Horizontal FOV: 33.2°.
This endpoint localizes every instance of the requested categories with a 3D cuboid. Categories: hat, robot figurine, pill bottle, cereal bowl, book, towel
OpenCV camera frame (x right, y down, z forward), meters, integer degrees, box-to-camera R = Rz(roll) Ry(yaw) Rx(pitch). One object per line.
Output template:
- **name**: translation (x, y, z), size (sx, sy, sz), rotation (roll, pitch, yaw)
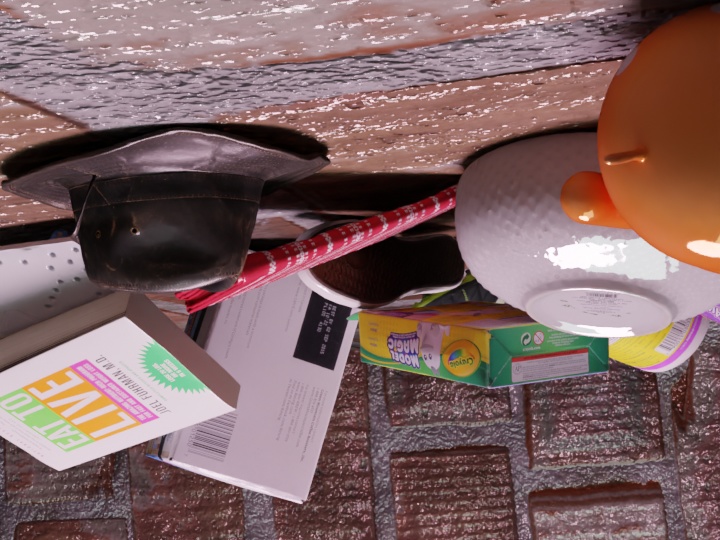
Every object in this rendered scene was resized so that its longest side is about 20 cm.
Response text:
- **hat**: translation (-0.115, -0.024, 0.729), size (0.200, 0.081, 0.201), rotation (-4, 172, -1)
- **robot figurine**: translation (0.178, -0.054, 0.537), size (0.144, 0.117, 0.200), rotation (23, -171, 30)
- **pill bottle**: translation (0.198, 0.013, 1.031), size (0.200, 0.105, 0.104), rotation (21, 160, -30)
- **cereal bowl**: translation (0.158, -0.009, 0.791), size (0.200, 0.084, 0.200), rotation (8, 160, 3)
- **book**: translation (-0.216, 0.093, 0.981), size (0.200, 0.048, 0.134), rotation (-22, 128, 28)
- **towel**: translation (-0.026, -0.019, 0.869), size (0.200, 0.023, 0.145), rotation (-21, 179, -26)

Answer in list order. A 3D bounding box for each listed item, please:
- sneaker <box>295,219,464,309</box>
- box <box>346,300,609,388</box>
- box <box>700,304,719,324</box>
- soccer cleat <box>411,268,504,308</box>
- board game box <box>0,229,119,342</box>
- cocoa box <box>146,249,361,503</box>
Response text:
- **sneaker**: translation (0.000, 0.000, 1.033), size (0.085, 0.073, 0.200), rotation (-8, 172, 40)
- **box**: translation (0.083, 0.053, 0.939), size (0.117, 0.049, 0.200), rotation (-4, -173, -30)
- **box**: translation (0.338, 0.008, 0.960), size (0.137, 0.039, 0.200), rotation (29, -151, 26)
- **soccer cleat**: translation (0.146, 0.029, 1.179), size (0.200, 0.081, 0.068), rotation (-16, 175, -21)
- **board game box**: translation (-0.265, 0.048, 0.992), size (0.199, 0.026, 0.200), rotation (-7, 134, 20)
- **cocoa box**: translation (-0.098, 0.096, 1.109), size (0.133, 0.200, 0.131), rotation (20, 168, -17)
